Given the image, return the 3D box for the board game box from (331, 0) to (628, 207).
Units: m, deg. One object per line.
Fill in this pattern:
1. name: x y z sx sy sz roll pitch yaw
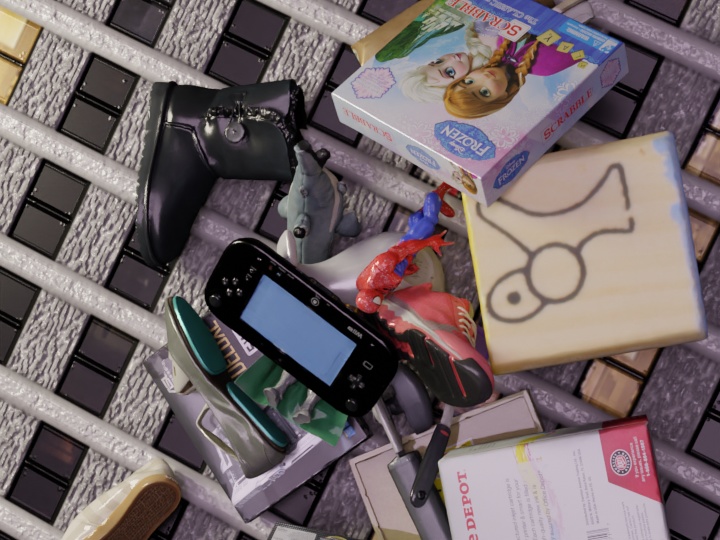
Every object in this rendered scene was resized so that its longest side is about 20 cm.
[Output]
1. board game box: 0.109 -0.174 1.426 0.199 0.041 0.199 32 66 36

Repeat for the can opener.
1. can opener: 0.062 0.190 1.518 0.066 0.053 0.202 -27 84 7

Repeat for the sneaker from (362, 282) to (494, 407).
1. sneaker: 0.077 0.055 1.423 0.086 0.200 0.074 -29 121 -17

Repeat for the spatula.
1. spatula: 0.083 0.141 1.514 0.056 0.020 0.202 33 59 -24

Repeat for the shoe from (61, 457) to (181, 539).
1. shoe: -0.263 0.275 1.606 0.200 0.070 0.054 -44 38 10

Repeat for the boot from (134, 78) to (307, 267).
1. boot: -0.140 -0.101 1.584 0.166 0.076 0.203 3 82 14

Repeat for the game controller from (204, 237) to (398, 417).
1. game controller: -0.056 0.053 1.449 0.199 0.042 0.105 36 137 4

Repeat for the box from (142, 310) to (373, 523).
1. box: -0.106 0.131 1.580 0.157 0.050 0.201 -34 83 6

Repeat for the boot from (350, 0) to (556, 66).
1. boot: 0.074 -0.276 1.561 0.199 0.066 0.176 -34 82 8

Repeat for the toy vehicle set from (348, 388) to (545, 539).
1. toy vehicle set: 0.101 0.213 1.550 0.198 0.027 0.126 -22 83 9

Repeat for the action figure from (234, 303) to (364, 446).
1. action figure: -0.024 0.062 1.536 0.117 0.055 0.201 33 63 0

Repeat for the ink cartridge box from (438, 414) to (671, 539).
1. ink cartridge box: 0.186 0.226 1.446 0.198 0.145 0.147 -11 86 9

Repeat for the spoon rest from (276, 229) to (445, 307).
1. spoon rest: 0.000 0.000 1.522 0.061 0.198 0.100 -38 52 48

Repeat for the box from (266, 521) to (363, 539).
1. box: 0.000 0.343 1.517 0.198 0.044 0.162 11 119 11

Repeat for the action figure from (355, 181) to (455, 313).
1. action figure: 0.049 -0.021 1.484 0.052 0.200 0.065 45 137 -2

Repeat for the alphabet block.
1. alphabet block: 0.212 -0.012 1.456 0.197 0.196 0.198 -9 84 10

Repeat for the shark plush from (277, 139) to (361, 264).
1. shark plush: -0.042 -0.057 1.519 0.090 0.201 0.084 23 59 1

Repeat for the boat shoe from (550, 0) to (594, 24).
1. boat shoe: 0.161 -0.194 1.540 0.199 0.075 0.069 -39 84 15

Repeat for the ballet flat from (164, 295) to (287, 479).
1. ballet flat: -0.151 0.120 1.531 0.064 0.067 0.201 -39 82 13
